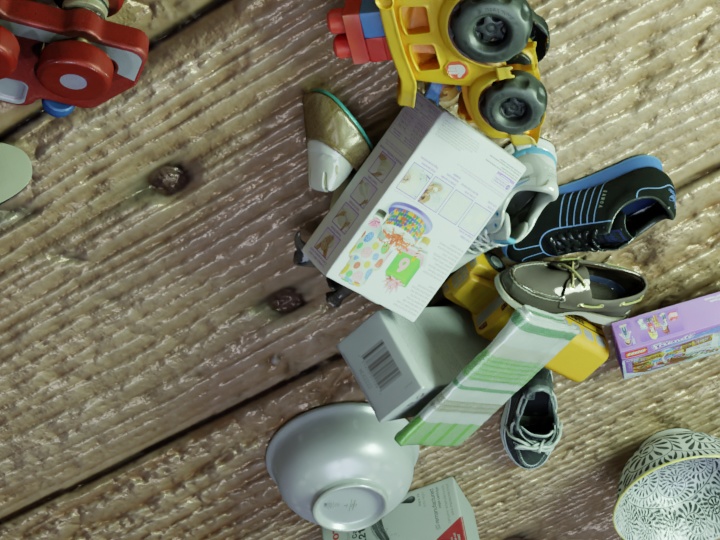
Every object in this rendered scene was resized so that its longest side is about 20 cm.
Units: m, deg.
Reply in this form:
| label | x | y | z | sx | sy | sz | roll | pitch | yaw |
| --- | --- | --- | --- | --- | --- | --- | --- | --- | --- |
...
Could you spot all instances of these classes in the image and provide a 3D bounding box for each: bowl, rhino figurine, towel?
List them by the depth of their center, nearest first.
| label | x | y | z | sx | sy | sz | roll | pitch | yaw |
| --- | --- | --- | --- | --- | --- | --- | --- | --- | --- |
| towel | 0.133 | 0.115 | 1.475 | 0.200 | 0.031 | 0.149 | -45 | 153 | 16 |
| rhino figurine | 0.000 | 0.000 | 1.499 | 0.087 | 0.060 | 0.200 | -41 | 131 | 21 |
| bowl | -0.017 | 0.264 | 1.735 | 0.200 | 0.091 | 0.202 | -5 | 134 | -5 |
| bowl | 0.418 | 0.271 | 1.811 | 0.199 | 0.095 | 0.202 | -4 | 134 | -4 |

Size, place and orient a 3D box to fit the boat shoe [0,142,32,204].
| label | x | y | z | sx | sy | sz | roll | pitch | yaw |
| --- | --- | --- | --- | --- | --- | --- | --- | --- | --- |
| boat shoe | -0.420 | -0.076 | 1.363 | 0.200 | 0.074 | 0.063 | -18 | 171 | -5 |

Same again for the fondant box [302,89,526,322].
| label | x | y | z | sx | sy | sz | roll | pitch | yaw |
| --- | --- | --- | --- | --- | --- | --- | --- | --- | --- |
| fondant box | 0.055 | -0.062 | 1.391 | 0.144 | 0.058 | 0.201 | 28 | 101 | -44 |

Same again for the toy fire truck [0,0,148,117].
| label | x | y | z | sx | sy | sz | roll | pitch | yaw |
| --- | --- | --- | --- | --- | --- | --- | --- | --- | --- |
| toy fire truck | -0.299 | -0.200 | 1.244 | 0.199 | 0.113 | 0.168 | 11 | 155 | -19 |

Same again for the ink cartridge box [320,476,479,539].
| label | x | y | z | sx | sy | sz | roll | pitch | yaw |
| --- | --- | --- | --- | --- | --- | --- | --- | --- | --- |
| ink cartridge box | 0.055 | 0.380 | 1.820 | 0.199 | 0.145 | 0.084 | -22 | 132 | 11 |

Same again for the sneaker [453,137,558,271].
| label | x | y | z | sx | sy | sz | roll | pitch | yaw |
| --- | --- | --- | --- | --- | --- | --- | --- | --- | --- |
| sneaker | 0.134 | -0.050 | 1.460 | 0.075 | 0.087 | 0.200 | 23 | 127 | -30 |

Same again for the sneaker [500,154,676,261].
| label | x | y | z | sx | sy | sz | roll | pitch | yaw |
| --- | --- | --- | --- | --- | --- | --- | --- | --- | --- |
| sneaker | 0.243 | -0.051 | 1.482 | 0.199 | 0.078 | 0.070 | -28 | 133 | 17 |

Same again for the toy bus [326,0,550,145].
| label | x | y | z | sx | sy | sz | roll | pitch | yaw |
| --- | --- | --- | --- | --- | --- | --- | --- | --- | --- |
| toy bus | 0.073 | -0.211 | 1.267 | 0.191 | 0.136 | 0.201 | -8 | 131 | 15 |

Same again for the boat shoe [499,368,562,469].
| label | x | y | z | sx | sy | sz | roll | pitch | yaw |
| --- | --- | --- | --- | --- | --- | --- | --- | --- | --- |
| boat shoe | 0.218 | 0.195 | 1.721 | 0.073 | 0.068 | 0.200 | -3 | 134 | -6 |

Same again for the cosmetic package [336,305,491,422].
| label | x | y | z | sx | sy | sz | roll | pitch | yaw |
| --- | --- | --- | --- | --- | --- | --- | --- | --- | --- |
| cosmetic package | 0.074 | 0.099 | 1.523 | 0.071 | 0.102 | 0.199 | -40 | 158 | 28 |

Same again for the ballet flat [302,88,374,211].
| label | x | y | z | sx | sy | sz | roll | pitch | yaw |
| --- | --- | --- | --- | --- | --- | --- | --- | --- | --- |
| ballet flat | -0.014 | -0.093 | 1.397 | 0.068 | 0.073 | 0.200 | 18 | 155 | 38 |

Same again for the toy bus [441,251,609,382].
| label | x | y | z | sx | sy | sz | roll | pitch | yaw |
| --- | --- | --- | --- | --- | --- | --- | --- | --- | --- |
| toy bus | 0.188 | 0.053 | 1.573 | 0.199 | 0.079 | 0.065 | 26 | 125 | -30 |

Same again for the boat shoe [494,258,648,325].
| label | x | y | z | sx | sy | sz | roll | pitch | yaw |
| --- | --- | --- | --- | --- | --- | --- | --- | --- | --- |
| boat shoe | 0.237 | 0.017 | 1.536 | 0.199 | 0.072 | 0.060 | 10 | 140 | -35 |

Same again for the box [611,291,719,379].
| label | x | y | z | sx | sy | sz | roll | pitch | yaw |
| --- | --- | --- | --- | --- | --- | --- | --- | --- | --- |
| box | 0.396 | 0.068 | 1.614 | 0.199 | 0.039 | 0.137 | -17 | 160 | 7 |
